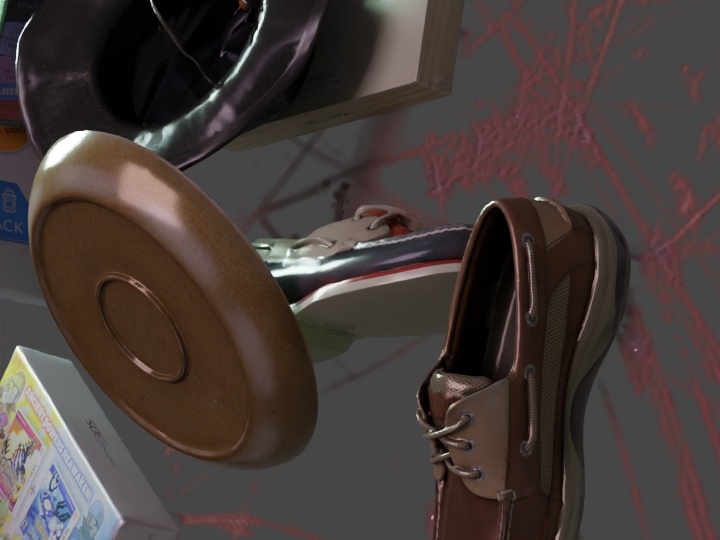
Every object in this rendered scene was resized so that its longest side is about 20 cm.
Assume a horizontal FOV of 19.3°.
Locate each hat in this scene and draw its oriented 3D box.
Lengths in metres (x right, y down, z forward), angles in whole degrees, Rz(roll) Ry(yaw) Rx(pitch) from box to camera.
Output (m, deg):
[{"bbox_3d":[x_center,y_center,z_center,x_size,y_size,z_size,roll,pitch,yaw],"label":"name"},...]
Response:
[{"bbox_3d":[-0.083,-0.116,1.120,0.199,0.081,0.202,-13,61,25],"label":"hat"}]

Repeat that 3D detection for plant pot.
[{"bbox_3d":[-0.103,0.023,1.064,0.027,0.201,0.199,-40,18,-33],"label":"plant pot"}]

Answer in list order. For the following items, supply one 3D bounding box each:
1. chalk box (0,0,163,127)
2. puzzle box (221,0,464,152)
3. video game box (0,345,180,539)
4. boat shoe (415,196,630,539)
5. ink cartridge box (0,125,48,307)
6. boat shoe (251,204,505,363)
[{"bbox_3d":[-0.160,-0.161,1.240,0.124,0.123,0.201,118,150,-48],"label":"chalk box"},{"bbox_3d":[-0.013,-0.143,1.133,0.199,0.025,0.134,-9,69,53],"label":"puzzle box"},{"bbox_3d":[-0.190,0.171,1.228,0.200,0.047,0.183,47,117,53],"label":"video game box"},{"bbox_3d":[0.055,0.064,0.904,0.075,0.071,0.202,0,76,55],"label":"boat shoe"},{"bbox_3d":[-0.208,-0.083,1.297,0.068,0.114,0.202,-47,41,46],"label":"ink cartridge box"},{"bbox_3d":[0.000,0.000,1.018,0.199,0.071,0.063,-18,58,55],"label":"boat shoe"}]
